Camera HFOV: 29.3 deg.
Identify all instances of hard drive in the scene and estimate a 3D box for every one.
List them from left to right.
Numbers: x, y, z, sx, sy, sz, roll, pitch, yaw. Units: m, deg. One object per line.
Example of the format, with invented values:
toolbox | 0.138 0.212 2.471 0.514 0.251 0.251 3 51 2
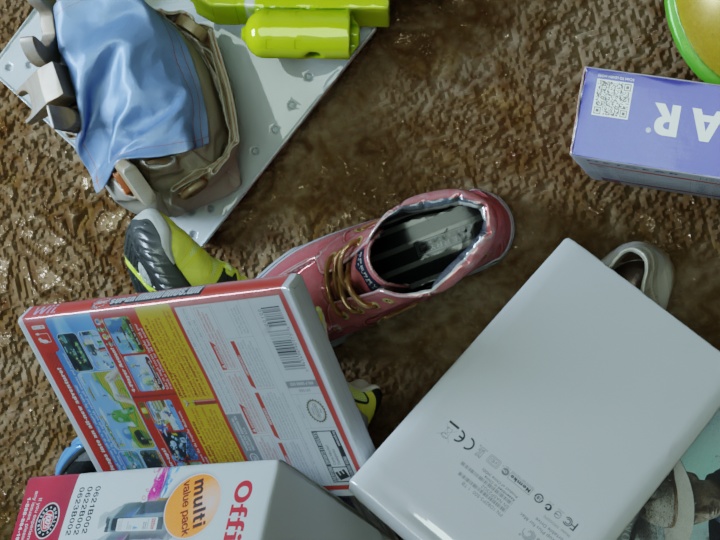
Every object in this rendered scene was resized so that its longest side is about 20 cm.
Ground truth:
hard drive | 0.107 0.091 0.782 0.132 0.026 0.200 38 68 15

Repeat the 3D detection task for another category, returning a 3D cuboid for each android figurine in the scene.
android figurine | -0.042 -0.222 0.893 0.199 0.041 0.183 3 76 1

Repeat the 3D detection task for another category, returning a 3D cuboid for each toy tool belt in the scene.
toy tool belt | -0.155 -0.129 0.872 0.124 0.123 0.201 -27 84 11

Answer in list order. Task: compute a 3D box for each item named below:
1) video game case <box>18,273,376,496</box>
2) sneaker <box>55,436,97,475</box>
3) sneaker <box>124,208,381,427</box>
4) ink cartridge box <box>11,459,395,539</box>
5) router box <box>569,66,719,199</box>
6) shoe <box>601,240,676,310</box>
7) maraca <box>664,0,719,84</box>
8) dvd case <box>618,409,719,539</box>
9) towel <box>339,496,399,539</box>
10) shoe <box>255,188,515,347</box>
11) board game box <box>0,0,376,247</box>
video game case | -0.095 0.075 0.813 0.199 0.017 0.144 -7 118 30
sneaker | -0.111 0.125 0.912 0.198 0.071 0.083 -13 80 9
sneaker | -0.068 0.037 0.849 0.076 0.075 0.200 -43 106 -18
ink cartridge box | -0.098 0.208 0.816 0.199 0.145 0.146 -9 55 32
router box | 0.226 -0.066 0.782 0.199 0.179 0.049 10 92 12
shoe | 0.130 0.068 0.866 0.070 0.053 0.201 30 96 12
maraca | 0.254 -0.196 0.815 0.136 0.107 0.201 15 87 -1
dvd case | 0.254 0.149 0.828 0.199 0.022 0.147 16 90 0
towel | -0.049 0.239 0.921 0.200 0.024 0.147 -34 82 11
shoe | 0.000 0.000 0.877 0.199 0.091 0.072 -23 84 12
board game box | -0.120 -0.151 0.941 0.200 0.026 0.200 41 97 10
